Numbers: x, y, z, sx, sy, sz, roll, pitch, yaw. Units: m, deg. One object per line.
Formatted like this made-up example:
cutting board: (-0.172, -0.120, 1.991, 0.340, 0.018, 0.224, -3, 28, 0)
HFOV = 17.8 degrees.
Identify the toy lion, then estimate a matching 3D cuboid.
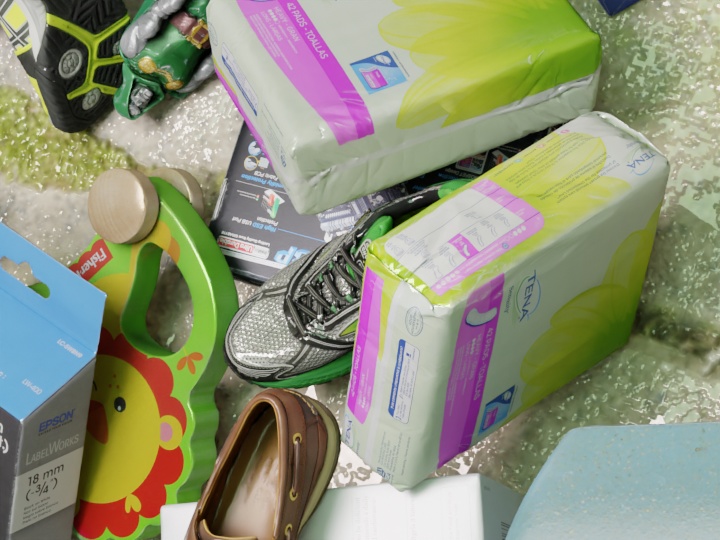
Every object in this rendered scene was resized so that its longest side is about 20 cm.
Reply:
toy lion: (-0.147, 0.063, 1.431, 0.200, 0.068, 0.193, -41, 71, 27)

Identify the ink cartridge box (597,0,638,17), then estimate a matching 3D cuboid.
ink cartridge box: (0.149, -0.269, 1.430, 0.093, 0.044, 0.201, -28, 71, 12)

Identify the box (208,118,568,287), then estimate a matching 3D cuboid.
box: (0.014, -0.051, 1.427, 0.198, 0.046, 0.160, 15, 83, 22)

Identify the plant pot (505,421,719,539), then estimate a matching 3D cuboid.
plant pot: (0.176, 0.192, 1.244, 0.195, 0.196, 0.202, -3, 66, 19)

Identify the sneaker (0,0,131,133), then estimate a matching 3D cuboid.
sneaker: (-0.204, -0.178, 1.470, 0.076, 0.201, 0.075, 28, 54, 37)

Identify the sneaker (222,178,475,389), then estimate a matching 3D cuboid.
sneaker: (0.000, 0.000, 1.350, 0.199, 0.085, 0.078, -33, 70, 12)

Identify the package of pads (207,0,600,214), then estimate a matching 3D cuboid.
package of pads: (0.022, -0.130, 1.358, 0.198, 0.069, 0.155, -19, 47, -13)

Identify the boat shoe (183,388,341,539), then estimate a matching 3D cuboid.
boat shoe: (-0.072, 0.159, 1.270, 0.071, 0.068, 0.202, 15, 81, 23)

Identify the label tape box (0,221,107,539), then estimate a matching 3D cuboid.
label tape box: (-0.236, 0.077, 1.413, 0.144, 0.063, 0.201, 31, 125, 31)

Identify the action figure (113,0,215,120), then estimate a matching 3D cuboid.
action figure: (-0.091, -0.175, 1.471, 0.200, 0.118, 0.055, -48, 34, 14)

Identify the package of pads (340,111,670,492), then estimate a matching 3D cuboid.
package of pads: (0.081, 0.012, 1.285, 0.199, 0.155, 0.068, -31, 55, -34)

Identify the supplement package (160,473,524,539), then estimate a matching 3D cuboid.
supplement package: (-0.005, 0.192, 1.339, 0.198, 0.117, 0.118, -7, 76, 17)
